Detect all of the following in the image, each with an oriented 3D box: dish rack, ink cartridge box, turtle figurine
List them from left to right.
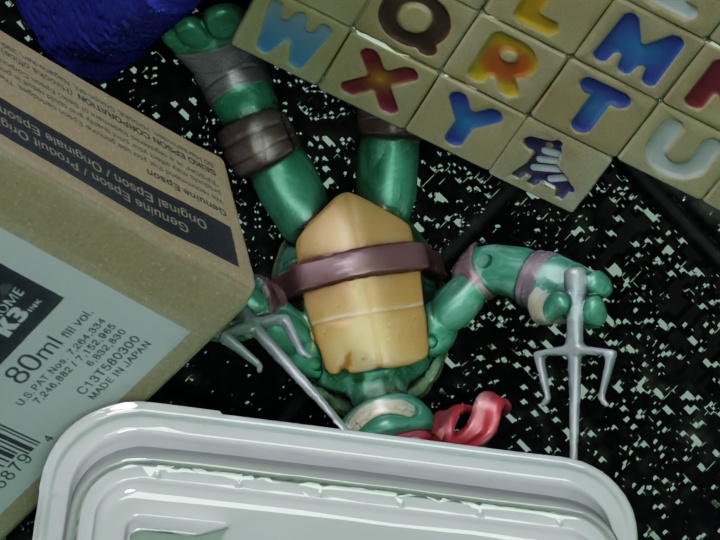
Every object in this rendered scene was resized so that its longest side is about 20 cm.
[{"bbox_3d":[-0.161,0.014,0.849,0.165,0.075,0.200,28,119,-35],"label":"ink cartridge box"},{"bbox_3d":[-0.013,0.138,0.856,0.199,0.044,0.172,7,104,-8],"label":"dish rack"},{"bbox_3d":[0.000,0.000,0.926,0.149,0.101,0.201,-10,78,-22],"label":"turtle figurine"}]

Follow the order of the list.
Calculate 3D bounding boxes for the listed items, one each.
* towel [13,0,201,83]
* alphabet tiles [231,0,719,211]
[{"bbox_3d":[-0.083,-0.152,0.859,0.049,0.200,0.148,-31,92,-28],"label":"towel"},{"bbox_3d":[0.075,-0.080,0.841,0.200,0.167,0.008,26,50,-7],"label":"alphabet tiles"}]
